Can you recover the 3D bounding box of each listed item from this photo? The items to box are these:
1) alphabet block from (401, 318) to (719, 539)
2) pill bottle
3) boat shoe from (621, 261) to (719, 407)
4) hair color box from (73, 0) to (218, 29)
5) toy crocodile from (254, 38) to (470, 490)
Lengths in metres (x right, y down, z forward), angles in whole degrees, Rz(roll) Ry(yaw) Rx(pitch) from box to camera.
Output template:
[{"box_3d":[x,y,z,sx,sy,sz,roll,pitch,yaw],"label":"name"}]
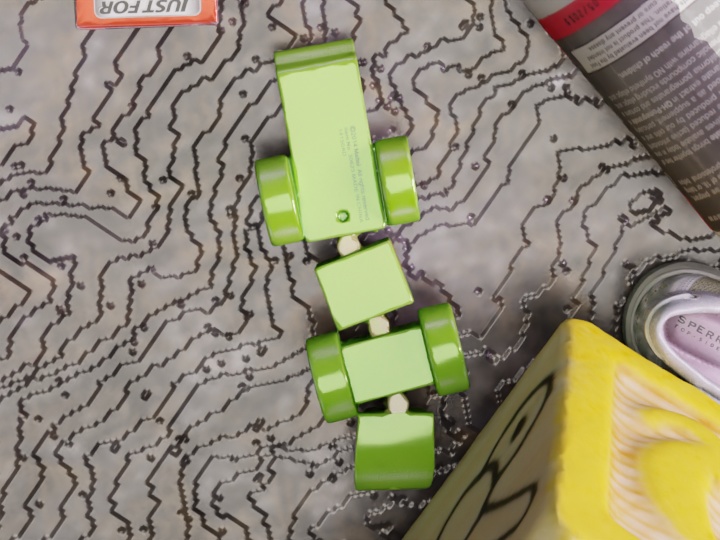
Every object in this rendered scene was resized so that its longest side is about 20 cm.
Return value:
[{"box_3d":[0.106,0.176,1.172,0.196,0.195,0.200,31,114,-9],"label":"alphabet block"},{"box_3d":[0.168,-0.078,1.197,0.111,0.111,0.200,-40,98,4],"label":"pill bottle"},{"box_3d":[0.211,0.055,1.243,0.202,0.065,0.074,25,97,-6],"label":"boat shoe"},{"box_3d":[-0.090,-0.202,1.170,0.061,0.102,0.200,-3,99,-3],"label":"hair color box"},{"box_3d":[0.000,0.000,1.232,0.067,0.062,0.200,-15,95,0],"label":"toy crocodile"}]
